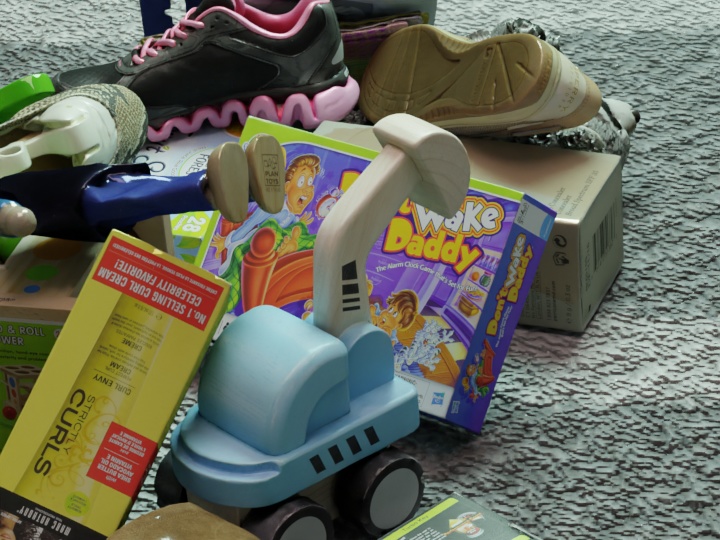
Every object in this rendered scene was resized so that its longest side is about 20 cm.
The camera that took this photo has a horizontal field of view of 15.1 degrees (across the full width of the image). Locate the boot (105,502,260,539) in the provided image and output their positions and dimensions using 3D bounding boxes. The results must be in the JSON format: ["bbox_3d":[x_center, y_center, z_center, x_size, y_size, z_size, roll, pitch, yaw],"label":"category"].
[{"bbox_3d":[-0.119,0.175,1.322,0.075,0.074,0.200,38,37,21],"label":"boot"}]

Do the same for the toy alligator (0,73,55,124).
[{"bbox_3d":[-0.286,-0.076,1.703,0.199,0.054,0.059,-22,73,-9],"label":"toy alligator"}]

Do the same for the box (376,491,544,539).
[{"bbox_3d":[0.043,0.200,1.302,0.200,0.048,0.193,-29,35,-35],"label":"box"}]

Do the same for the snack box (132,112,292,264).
[{"bbox_3d":[-0.160,-0.044,1.731,0.199,0.068,0.169,6,31,16],"label":"snack box"}]

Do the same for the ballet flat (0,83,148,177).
[{"bbox_3d":[-0.205,-0.063,1.633,0.199,0.068,0.075,-25,-1,-24],"label":"ballet flat"}]

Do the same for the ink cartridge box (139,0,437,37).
[{"bbox_3d":[-0.049,-0.167,1.835,0.199,0.200,0.041,-6,73,-3],"label":"ink cartridge box"}]

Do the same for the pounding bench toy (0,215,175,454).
[{"bbox_3d":[-0.215,0.031,1.549,0.199,0.125,0.156,3,30,13],"label":"pounding bench toy"}]

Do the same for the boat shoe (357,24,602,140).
[{"bbox_3d":[0.070,-0.110,1.704,0.064,0.072,0.200,23,-7,-33],"label":"boat shoe"}]

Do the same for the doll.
[{"bbox_3d":[-0.140,-0.039,1.465,0.199,0.049,0.136,-5,5,27],"label":"doll"}]

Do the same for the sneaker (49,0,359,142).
[{"bbox_3d":[-0.102,-0.137,1.729,0.199,0.096,0.079,-6,28,-2],"label":"sneaker"}]

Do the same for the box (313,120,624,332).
[{"bbox_3d":[0.054,-0.029,1.664,0.199,0.078,0.095,7,32,19],"label":"box"}]

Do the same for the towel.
[{"bbox_3d":[-0.050,-0.135,1.831,0.199,0.144,0.023,-6,74,2],"label":"towel"}]

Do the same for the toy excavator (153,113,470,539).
[{"bbox_3d":[-0.017,0.038,1.435,0.194,0.201,0.100,-26,37,-33],"label":"toy excavator"}]

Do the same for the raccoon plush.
[{"bbox_3d":[0.085,-0.070,1.767,0.200,0.097,0.134,-32,43,14],"label":"raccoon plush"}]

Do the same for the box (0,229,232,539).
[{"bbox_3d":[-0.138,0.085,1.391,0.075,0.050,0.201,26,73,0],"label":"box"}]

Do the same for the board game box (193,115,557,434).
[{"bbox_3d":[0.000,0.000,1.571,0.199,0.135,0.045,17,-6,33],"label":"board game box"}]
